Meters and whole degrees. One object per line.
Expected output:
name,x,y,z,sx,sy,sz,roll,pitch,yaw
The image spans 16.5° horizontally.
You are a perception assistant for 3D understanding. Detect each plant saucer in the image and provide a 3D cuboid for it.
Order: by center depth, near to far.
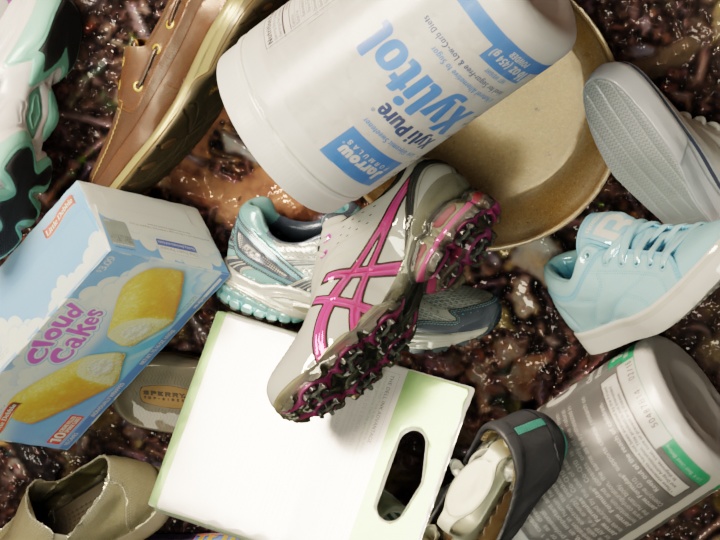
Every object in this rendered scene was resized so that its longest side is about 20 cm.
plant saucer,0.078,-0.113,1.659,0.200,0.035,0.200,4,111,11

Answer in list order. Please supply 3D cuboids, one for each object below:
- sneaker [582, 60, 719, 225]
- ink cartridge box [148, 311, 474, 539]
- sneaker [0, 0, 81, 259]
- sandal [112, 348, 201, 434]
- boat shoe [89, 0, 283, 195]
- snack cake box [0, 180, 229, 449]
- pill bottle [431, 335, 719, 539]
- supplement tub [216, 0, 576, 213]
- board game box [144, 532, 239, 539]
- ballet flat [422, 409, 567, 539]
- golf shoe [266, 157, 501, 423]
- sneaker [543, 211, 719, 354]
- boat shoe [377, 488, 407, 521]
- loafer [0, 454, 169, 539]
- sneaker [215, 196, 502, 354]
sneaker,0.220,-0.068,1.623,0.200,0.071,0.073,50,152,-22
ink cartridge box,-0.029,0.122,1.676,0.200,0.048,0.146,16,80,23
sneaker,-0.279,-0.103,1.695,0.140,0.078,0.200,9,71,18
sandal,-0.086,0.093,1.760,0.200,0.055,0.082,4,111,11
boat shoe,-0.129,-0.130,1.685,0.068,0.072,0.200,42,116,13
snack cake box,-0.200,0.034,1.719,0.200,0.115,0.067,-46,55,27
pill bottle,0.152,0.141,1.695,0.200,0.113,0.113,-36,99,21
supplement tub,0.024,-0.141,1.571,0.200,0.132,0.132,-35,99,21
board game box,-0.069,0.275,1.824,0.200,0.057,0.166,-3,107,13
ballet flat,0.065,0.176,1.641,0.073,0.073,0.200,30,111,0
golf shoe,0.001,0.012,1.638,0.092,0.073,0.200,37,81,25
sneaker,0.178,-0.004,1.616,0.082,0.074,0.200,48,147,-5
boat shoe,0.052,0.225,1.742,0.072,0.062,0.200,-50,119,-8
loafer,-0.229,0.191,1.811,0.200,0.076,0.068,-35,128,12
sneaker,0.000,0.000,1.697,0.200,0.078,0.086,11,108,8
